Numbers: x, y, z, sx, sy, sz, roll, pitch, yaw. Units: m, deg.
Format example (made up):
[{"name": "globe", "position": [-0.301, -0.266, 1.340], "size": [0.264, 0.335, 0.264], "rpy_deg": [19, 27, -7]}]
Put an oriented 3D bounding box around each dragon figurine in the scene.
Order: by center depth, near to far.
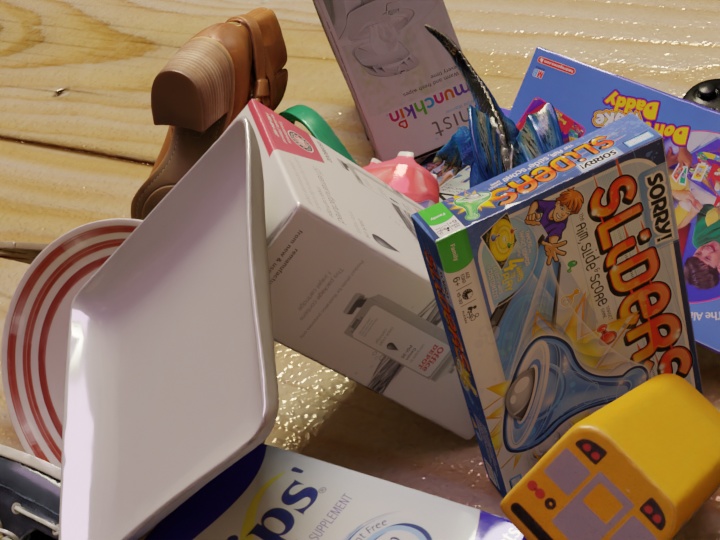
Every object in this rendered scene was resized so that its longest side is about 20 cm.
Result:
[{"name": "dragon figurine", "position": [0.087, -0.067, 0.837], "size": [0.059, 0.200, 0.099], "rpy_deg": [-4, -11, -14]}]

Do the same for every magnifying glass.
[{"name": "magnifying glass", "position": [-0.007, -0.066, 1.087], "size": [0.022, 0.080, 0.200], "rpy_deg": [-25, 44, -24]}]

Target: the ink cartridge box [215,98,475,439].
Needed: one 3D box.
[{"name": "ink cartridge box", "position": [0.000, 0.000, 0.859], "size": [0.083, 0.200, 0.147], "rpy_deg": [-51, 31, 16]}]

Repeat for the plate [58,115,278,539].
[{"name": "plate", "position": [-0.101, 0.048, 0.749], "size": [0.200, 0.032, 0.200], "rpy_deg": [-41, 41, 36]}]

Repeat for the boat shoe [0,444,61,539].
[{"name": "boat shoe", "position": [-0.188, 0.156, 0.852], "size": [0.200, 0.075, 0.062], "rpy_deg": [15, 67, 20]}]

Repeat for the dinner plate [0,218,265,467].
[{"name": "dinner plate", "position": [-0.141, 0.066, 0.876], "size": [0.200, 0.200, 0.024], "rpy_deg": [-2, 7, 24]}]

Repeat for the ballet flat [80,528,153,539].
[{"name": "ballet flat", "position": [-0.189, 0.203, 0.768], "size": [0.200, 0.069, 0.069], "rpy_deg": [-35, 35, 2]}]

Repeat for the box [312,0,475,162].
[{"name": "box", "position": [0.017, -0.202, 1.132], "size": [0.097, 0.177, 0.200], "rpy_deg": [-23, 23, 3]}]

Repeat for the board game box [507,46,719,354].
[{"name": "board game box", "position": [0.176, -0.044, 0.875], "size": [0.200, 0.045, 0.135], "rpy_deg": [27, 96, 29]}]

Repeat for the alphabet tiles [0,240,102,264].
[{"name": "alphabet tiles", "position": [-0.164, -0.001, 0.991], "size": [0.166, 0.200, 0.006], "rpy_deg": [3, 83, 31]}]

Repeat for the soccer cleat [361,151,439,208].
[{"name": "soccer cleat", "position": [-0.028, -0.030, 1.022], "size": [0.200, 0.067, 0.077], "rpy_deg": [-13, 50, 37]}]

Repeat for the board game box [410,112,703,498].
[{"name": "board game box", "position": [0.116, 0.027, 0.775], "size": [0.135, 0.200, 0.034], "rpy_deg": [-26, 36, -9]}]

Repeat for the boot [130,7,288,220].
[{"name": "boot", "position": [-0.114, -0.101, 1.092], "size": [0.077, 0.200, 0.155], "rpy_deg": [12, 32, 17]}]

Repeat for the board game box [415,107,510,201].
[{"name": "board game box", "position": [0.122, -0.064, 1.051], "size": [0.135, 0.029, 0.200], "rpy_deg": [-40, 40, -26]}]

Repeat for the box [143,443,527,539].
[{"name": "box", "position": [-0.030, 0.199, 0.691], "size": [0.200, 0.105, 0.184], "rpy_deg": [10, 43, 36]}]

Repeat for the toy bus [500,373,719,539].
[{"name": "toy bus", "position": [0.135, 0.101, 0.683], "size": [0.065, 0.078, 0.200], "rpy_deg": [45, 21, 16]}]

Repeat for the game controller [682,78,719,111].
[{"name": "game controller", "position": [0.313, -0.086, 0.962], "size": [0.200, 0.042, 0.104], "rpy_deg": [12, 43, 27]}]
